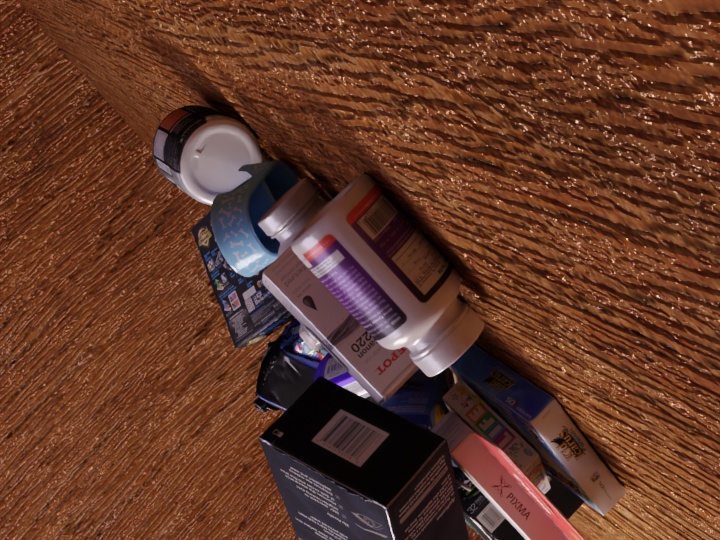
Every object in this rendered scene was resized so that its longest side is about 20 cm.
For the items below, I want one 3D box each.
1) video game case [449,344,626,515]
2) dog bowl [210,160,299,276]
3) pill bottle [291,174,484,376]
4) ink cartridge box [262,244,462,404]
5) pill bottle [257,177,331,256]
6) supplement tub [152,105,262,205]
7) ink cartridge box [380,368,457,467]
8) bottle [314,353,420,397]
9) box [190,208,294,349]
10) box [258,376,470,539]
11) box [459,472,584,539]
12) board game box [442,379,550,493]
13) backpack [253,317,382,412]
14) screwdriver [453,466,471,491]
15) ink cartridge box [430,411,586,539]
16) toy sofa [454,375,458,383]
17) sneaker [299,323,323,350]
[{"bbox_3d":[0.210,0.189,1.595,0.181,0.045,0.200,49,173,-29],"label":"video game case"},{"bbox_3d":[-0.125,-0.073,1.693,0.112,0.049,0.200,63,-154,-18],"label":"dog bowl"},{"bbox_3d":[0.032,0.009,1.355,0.200,0.111,0.111,47,173,-6],"label":"pill bottle"},{"bbox_3d":[0.006,0.031,1.502,0.200,0.146,0.085,45,172,5],"label":"ink cartridge box"},{"bbox_3d":[-0.030,-0.013,1.624,0.200,0.109,0.109,48,173,-9],"label":"pill bottle"},{"bbox_3d":[-0.221,-0.166,1.847,0.123,0.123,0.200,49,173,-24],"label":"supplement tub"},{"bbox_3d":[0.075,0.221,1.693,0.200,0.076,0.137,-60,-39,-59],"label":"ink cartridge box"},{"bbox_3d":[0.033,0.113,1.694,0.065,0.199,0.084,51,-144,-20],"label":"bottle"},{"bbox_3d":[-0.151,-0.015,1.893,0.200,0.049,0.200,-36,71,46],"label":"box"},{"bbox_3d":[0.008,0.258,1.540,0.196,0.117,0.201,24,144,35],"label":"box"},{"bbox_3d":[0.199,0.301,1.878,0.124,0.149,0.200,47,174,-21],"label":"box"},{"bbox_3d":[0.173,0.219,1.655,0.134,0.034,0.200,43,173,23],"label":"board game box"},{"bbox_3d":[-0.052,0.142,1.883,0.182,0.135,0.200,25,-166,-7],"label":"backpack"},{"bbox_3d":[0.112,0.248,1.550,0.029,0.028,0.200,17,175,3],"label":"screwdriver"},{"bbox_3d":[0.180,0.266,1.551,0.200,0.045,0.176,48,175,-15],"label":"ink cartridge box"},{"bbox_3d":[0.077,0.119,1.927,0.200,0.097,0.083,38,145,52],"label":"toy sofa"},{"bbox_3d":[-0.029,0.046,1.782,0.081,0.088,0.200,47,-150,6],"label":"sneaker"}]
